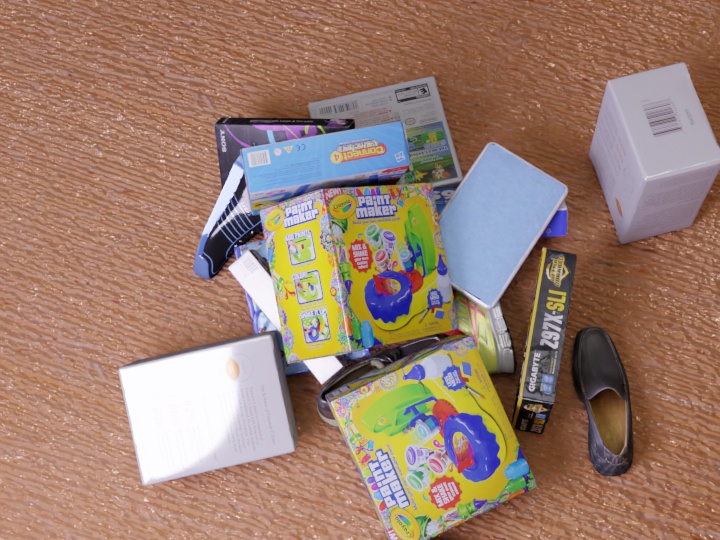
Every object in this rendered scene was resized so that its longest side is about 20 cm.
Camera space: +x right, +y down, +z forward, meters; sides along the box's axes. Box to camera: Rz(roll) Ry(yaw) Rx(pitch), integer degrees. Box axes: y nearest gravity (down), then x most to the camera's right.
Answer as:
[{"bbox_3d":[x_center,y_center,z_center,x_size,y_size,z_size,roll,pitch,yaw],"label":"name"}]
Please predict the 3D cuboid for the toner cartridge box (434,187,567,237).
[{"bbox_3d":[0.183,-0.082,1.453,0.198,0.044,0.095,-4,29,2],"label":"toner cartridge box"}]

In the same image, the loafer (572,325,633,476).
[{"bbox_3d":[0.322,0.162,1.358,0.072,0.072,0.202,-9,67,1],"label":"loafer"}]

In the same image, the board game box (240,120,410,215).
[{"bbox_3d":[-0.048,-0.126,1.313,0.198,0.196,0.056,-11,86,-5],"label":"board game box"}]

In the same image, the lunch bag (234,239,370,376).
[{"bbox_3d":[-0.075,0.053,1.428,0.149,0.094,0.202,-14,80,3],"label":"lunch bag"}]

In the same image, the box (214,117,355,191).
[{"bbox_3d":[-0.103,-0.141,1.463,0.198,0.144,0.036,3,25,15],"label":"box"}]

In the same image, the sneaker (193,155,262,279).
[{"bbox_3d":[-0.165,-0.066,1.447,0.077,0.070,0.201,28,109,5],"label":"sneaker"}]

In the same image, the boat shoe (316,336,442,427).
[{"bbox_3d":[0.033,0.145,1.387,0.199,0.065,0.073,-30,68,-9],"label":"boat shoe"}]

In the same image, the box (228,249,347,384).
[{"bbox_3d":[-0.096,0.060,1.374,0.041,0.039,0.200,-41,86,8],"label":"box"}]

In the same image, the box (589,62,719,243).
[{"bbox_3d":[0.392,-0.153,1.401,0.105,0.200,0.153,-14,68,-1],"label":"box"}]

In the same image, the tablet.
[{"bbox_3d":[0.174,-0.062,1.391,0.130,0.014,0.201,33,81,12],"label":"tablet"}]

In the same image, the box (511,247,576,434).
[{"bbox_3d":[0.236,0.094,1.344,0.049,0.160,0.202,11,70,7],"label":"box"}]

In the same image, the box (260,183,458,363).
[{"bbox_3d":[0.000,0.000,1.306,0.199,0.121,0.194,-9,86,-45],"label":"box"}]

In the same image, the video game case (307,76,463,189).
[{"bbox_3d":[0.035,-0.187,1.543,0.198,0.022,0.184,-12,68,-2],"label":"video game case"}]

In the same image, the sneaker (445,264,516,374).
[{"bbox_3d":[0.147,0.051,1.413,0.090,0.078,0.201,-16,65,7],"label":"sneaker"}]

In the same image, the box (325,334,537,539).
[{"bbox_3d":[0.084,0.210,1.298,0.191,0.122,0.201,-25,90,-6],"label":"box"}]

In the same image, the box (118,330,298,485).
[{"bbox_3d":[-0.192,0.174,1.343,0.198,0.106,0.154,-12,90,-2],"label":"box"}]
